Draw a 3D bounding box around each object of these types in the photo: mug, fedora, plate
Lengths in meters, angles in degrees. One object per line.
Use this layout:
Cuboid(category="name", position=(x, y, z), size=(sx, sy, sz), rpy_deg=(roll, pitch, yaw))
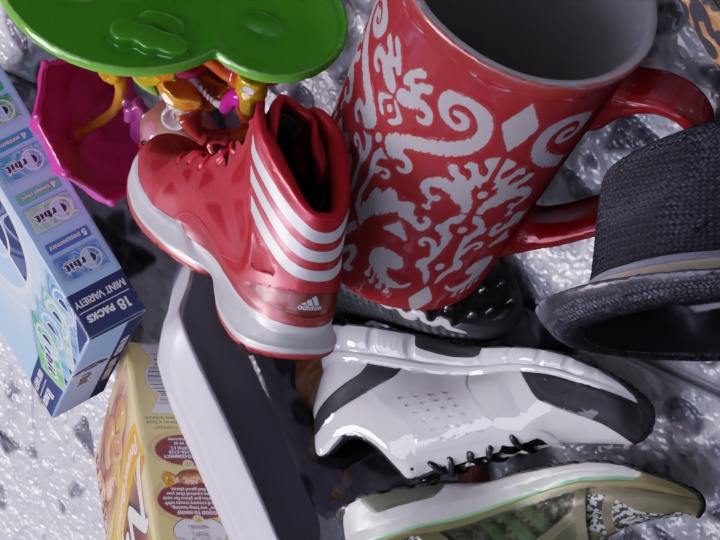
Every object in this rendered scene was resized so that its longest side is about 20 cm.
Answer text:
Cuboid(category="mug", position=(0.062, -0.065, 1.188), size=(0.178, 0.133, 0.200), rpy_deg=(46, 140, 14))
Cuboid(category="fedora", position=(0.180, -0.017, 1.109), size=(0.200, 0.200, 0.092), rpy_deg=(-15, 70, 47))
Cuboid(category="plate", position=(-0.073, 0.097, 1.384), size=(0.032, 0.200, 0.201), rpy_deg=(-21, 103, 3))

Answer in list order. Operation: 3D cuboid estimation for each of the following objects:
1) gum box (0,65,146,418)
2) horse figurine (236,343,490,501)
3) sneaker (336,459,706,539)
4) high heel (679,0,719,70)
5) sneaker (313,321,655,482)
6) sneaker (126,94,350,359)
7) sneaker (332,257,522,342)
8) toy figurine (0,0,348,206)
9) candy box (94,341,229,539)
Cuboid(category="gum box", position=(-0.212, -0.024, 1.476), size=(0.201, 0.044, 0.170), rpy_deg=(58, 157, 8))
Cuboid(category="horse figurine", position=(0.010, 0.086, 1.386), size=(0.199, 0.050, 0.133), rpy_deg=(22, 132, 39))
Cuboid(category="sneaker", position=(0.089, 0.154, 1.281), size=(0.199, 0.077, 0.089), rpy_deg=(-10, 78, 13))
Cuboid(category="high heel", position=(0.140, -0.175, 1.034), size=(0.071, 0.143, 0.201), rpy_deg=(-28, 107, 7))
Cuboid(category="sneaker", position=(0.063, 0.081, 1.283), size=(0.199, 0.081, 0.074), rpy_deg=(5, 162, 30))
Cuboid(category="sneaker", position=(-0.053, -0.050, 1.224), size=(0.200, 0.078, 0.116), rpy_deg=(45, 126, 46))
Cuboid(category="sneaker", position=(0.000, 0.000, 1.337), size=(0.199, 0.067, 0.091), rpy_deg=(19, 154, 16))
Cuboid(category="toy figurine", position=(-0.114, -0.109, 1.355), size=(0.199, 0.151, 0.184), rpy_deg=(20, 146, 3))
Cuboid(category="candy box", position=(-0.118, 0.155, 1.464), size=(0.116, 0.055, 0.201), rpy_deg=(109, 156, -43))
